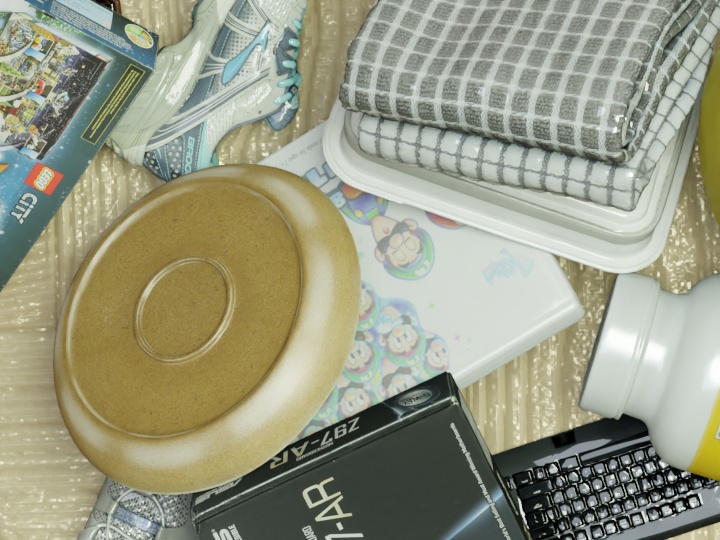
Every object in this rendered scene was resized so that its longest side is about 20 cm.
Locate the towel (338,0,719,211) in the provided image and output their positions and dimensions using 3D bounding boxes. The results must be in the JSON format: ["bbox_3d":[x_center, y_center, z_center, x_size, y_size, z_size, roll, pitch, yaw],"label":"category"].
[{"bbox_3d":[0.100,-0.137,1.108,0.165,0.086,0.201,11,57,28],"label":"towel"}]

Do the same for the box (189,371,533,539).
[{"bbox_3d":[0.021,0.178,1.171,0.159,0.044,0.201,-24,105,5],"label":"box"}]

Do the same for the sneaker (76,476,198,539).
[{"bbox_3d":[-0.141,0.188,1.255,0.074,0.082,0.201,18,91,10],"label":"sneaker"}]

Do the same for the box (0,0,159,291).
[{"bbox_3d":[-0.223,-0.086,1.230,0.136,0.038,0.200,27,124,-20],"label":"box"}]

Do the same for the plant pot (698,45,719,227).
[{"bbox_3d":[0.265,-0.070,1.128,0.199,0.189,0.202,0,94,-4],"label":"plant pot"}]

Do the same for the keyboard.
[{"bbox_3d":[0.131,0.143,1.232,0.199,0.040,0.105,-20,84,9],"label":"keyboard"}]

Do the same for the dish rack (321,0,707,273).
[{"bbox_3d":[0.092,-0.099,1.196,0.199,0.044,0.172,19,57,2],"label":"dish rack"}]

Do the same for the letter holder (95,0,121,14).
[{"bbox_3d":[-0.254,-0.154,1.257,0.199,0.142,0.101,-8,86,9],"label":"letter holder"}]

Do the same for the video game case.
[{"bbox_3d":[0.000,0.000,1.211,0.199,0.024,0.183,-31,64,7],"label":"video game case"}]

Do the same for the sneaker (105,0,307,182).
[{"bbox_3d":[-0.062,-0.131,1.268,0.086,0.078,0.200,38,102,-3],"label":"sneaker"}]

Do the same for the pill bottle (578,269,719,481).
[{"bbox_3d":[0.225,0.066,1.174,0.199,0.112,0.113,17,91,5],"label":"pill bottle"}]

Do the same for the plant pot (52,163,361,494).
[{"bbox_3d":[-0.093,0.025,1.194,0.199,0.027,0.201,-14,60,24],"label":"plant pot"}]
